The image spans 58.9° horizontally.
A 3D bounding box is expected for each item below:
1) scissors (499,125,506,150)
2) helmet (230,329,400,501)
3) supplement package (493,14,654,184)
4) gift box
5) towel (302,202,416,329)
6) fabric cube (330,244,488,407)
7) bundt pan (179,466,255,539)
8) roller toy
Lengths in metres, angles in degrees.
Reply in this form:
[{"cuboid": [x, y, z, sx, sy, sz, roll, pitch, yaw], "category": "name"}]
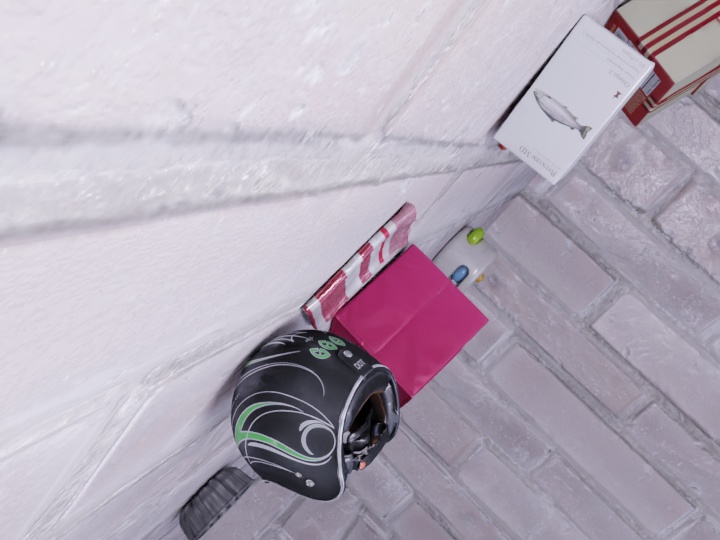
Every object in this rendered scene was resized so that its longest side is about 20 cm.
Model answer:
[{"cuboid": [0.243, -0.222, 1.067, 0.073, 0.014, 0.200, -52, 170, 32], "category": "scissors"}, {"cuboid": [-0.066, 0.172, 0.790, 0.200, 0.190, 0.201, -23, 118, -56], "category": "helmet"}, {"cuboid": [0.306, -0.241, 0.918, 0.200, 0.117, 0.117, -55, 170, 25], "category": "supplement package"}, {"cuboid": [0.518, -0.395, 1.081, 0.186, 0.201, 0.185, -30, 173, -6], "category": "gift box"}, {"cuboid": [0.000, 0.000, 0.883, 0.200, 0.023, 0.144, -45, 170, -10], "category": "towel"}, {"cuboid": [0.077, 0.111, 1.177, 0.199, 0.200, 0.196, -41, 171, -17], "category": "fabric cube"}, {"cuboid": [-0.343, 0.539, 1.495, 0.202, 0.076, 0.202, -45, 171, -9], "category": "bundt pan"}, {"cuboid": [0.299, -0.020, 1.840, 0.182, 0.140, 0.200, -45, 172, -8], "category": "roller toy"}]
